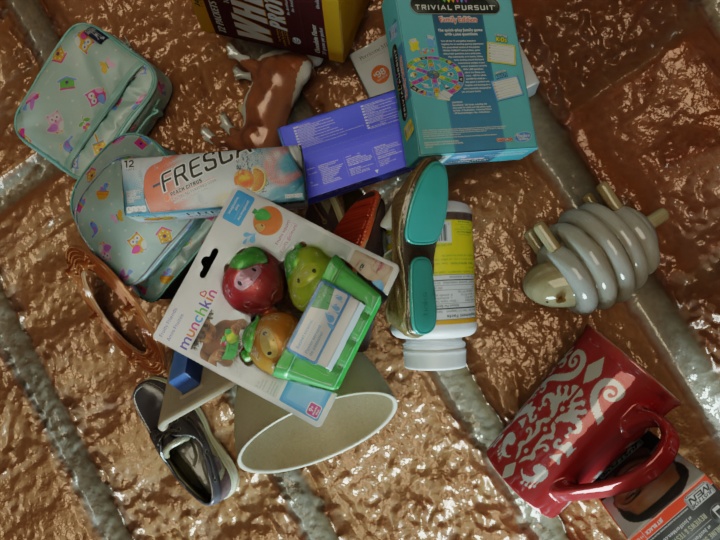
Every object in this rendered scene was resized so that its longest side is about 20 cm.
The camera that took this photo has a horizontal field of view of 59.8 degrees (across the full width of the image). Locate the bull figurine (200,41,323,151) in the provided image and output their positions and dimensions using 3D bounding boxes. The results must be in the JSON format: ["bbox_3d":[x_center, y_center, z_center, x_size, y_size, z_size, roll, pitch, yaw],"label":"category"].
[{"bbox_3d":[-0.130,-0.236,0.843,0.121,0.065,0.201,19,89,12],"label":"bull figurine"}]

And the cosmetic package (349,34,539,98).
[{"bbox_3d":[0.107,-0.256,0.815,0.199,0.052,0.152,-27,83,7],"label":"cosmetic package"}]

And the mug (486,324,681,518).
[{"bbox_3d":[0.251,0.183,0.724,0.133,0.177,0.200,41,99,5],"label":"mug"}]

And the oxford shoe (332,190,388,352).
[{"bbox_3d":[0.000,0.000,0.751,0.072,0.071,0.201,29,67,-32],"label":"oxford shoe"}]

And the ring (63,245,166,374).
[{"bbox_3d":[-0.323,0.057,0.811,0.200,0.201,0.019,46,57,7],"label":"ring"}]

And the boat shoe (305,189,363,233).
[{"bbox_3d":[-0.039,-0.082,0.831,0.072,0.072,0.201,-29,92,36],"label":"boat shoe"}]

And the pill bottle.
[{"bbox_3d":[0.089,0.019,0.780,0.108,0.109,0.202,-2,88,8],"label":"pill bottle"}]

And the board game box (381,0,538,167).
[{"bbox_3d":[0.115,-0.228,0.733,0.150,0.047,0.202,-6,83,-17],"label":"board game box"}]

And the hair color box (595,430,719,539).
[{"bbox_3d":[0.321,0.244,0.693,0.101,0.200,0.061,-43,87,4],"label":"hair color box"}]

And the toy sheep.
[{"bbox_3d":[0.282,-0.023,0.746,0.199,0.138,0.138,-32,84,0],"label":"toy sheep"}]

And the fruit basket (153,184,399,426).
[{"bbox_3d":[-0.086,0.032,0.641,0.199,0.094,0.186,28,83,0],"label":"fruit basket"}]

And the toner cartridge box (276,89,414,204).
[{"bbox_3d":[0.007,-0.156,0.768,0.199,0.043,0.096,-17,86,0],"label":"toner cartridge box"}]

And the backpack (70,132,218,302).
[{"bbox_3d":[-0.278,-0.075,0.818,0.200,0.153,0.176,44,98,16],"label":"backpack"}]

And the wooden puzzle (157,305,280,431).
[{"bbox_3d":[-0.179,0.077,0.775,0.199,0.186,0.046,-34,124,19],"label":"wooden puzzle"}]

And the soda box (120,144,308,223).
[{"bbox_3d":[-0.161,-0.096,0.706,0.198,0.068,0.064,-6,87,-4],"label":"soda box"}]

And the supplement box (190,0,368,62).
[{"bbox_3d":[-0.088,-0.397,0.775,0.199,0.133,0.198,16,69,9],"label":"supplement box"}]

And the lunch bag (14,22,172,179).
[{"bbox_3d":[-0.366,-0.230,0.869,0.160,0.077,0.201,36,94,8],"label":"lunch bag"}]

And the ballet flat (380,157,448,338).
[{"bbox_3d":[0.054,-0.026,0.709,0.072,0.067,0.202,7,97,50],"label":"ballet flat"}]

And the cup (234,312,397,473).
[{"bbox_3d":[-0.073,0.140,0.775,0.199,0.200,0.144,-29,60,6],"label":"cup"}]

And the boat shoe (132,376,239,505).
[{"bbox_3d":[-0.242,0.229,0.845,0.072,0.065,0.200,-39,83,7],"label":"boat shoe"}]
